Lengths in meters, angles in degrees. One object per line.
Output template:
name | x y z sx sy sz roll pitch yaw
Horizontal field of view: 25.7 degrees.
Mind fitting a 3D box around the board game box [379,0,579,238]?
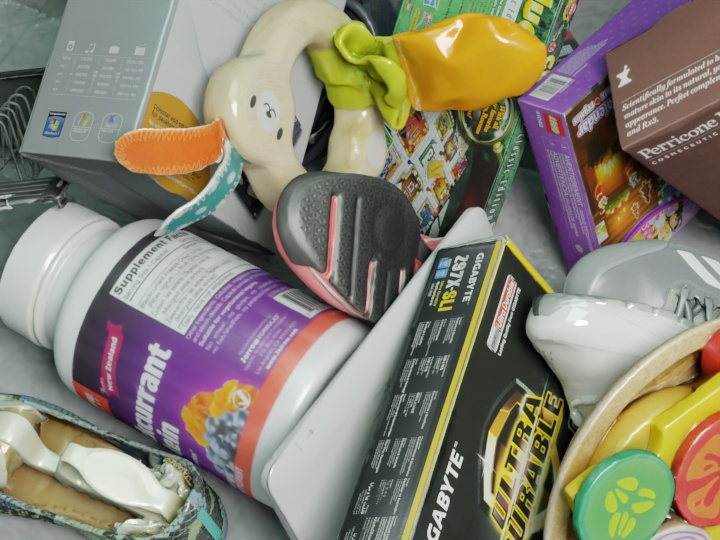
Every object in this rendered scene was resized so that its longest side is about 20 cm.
board game box | 0.058 -0.109 0.931 0.105 0.200 0.023 36 32 30

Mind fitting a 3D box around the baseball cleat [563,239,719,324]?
baseball cleat | 0.211 0.032 0.846 0.200 0.106 0.070 14 92 -19

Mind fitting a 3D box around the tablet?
tablet | 0.026 0.075 0.841 0.014 0.130 0.200 18 56 36

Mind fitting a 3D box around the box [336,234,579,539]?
box | 0.072 0.110 0.798 0.049 0.160 0.200 -9 46 38

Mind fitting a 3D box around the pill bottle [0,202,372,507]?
pill bottle | -0.099 0.039 0.878 0.200 0.111 0.111 27 60 19

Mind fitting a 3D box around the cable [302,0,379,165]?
cable | -0.078 -0.130 1.005 0.200 0.051 0.163 37 79 32

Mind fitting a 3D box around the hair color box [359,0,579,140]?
hair color box | 0.064 -0.172 1.050 0.099 0.061 0.200 -18 56 -11

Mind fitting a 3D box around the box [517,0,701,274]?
box | 0.187 -0.100 0.949 0.200 0.137 0.039 -42 42 -23

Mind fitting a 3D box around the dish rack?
dish rack | -0.234 -0.074 0.939 0.153 0.055 0.200 -7 18 1

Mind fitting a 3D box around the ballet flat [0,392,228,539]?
ballet flat | -0.165 0.103 0.862 0.200 0.074 0.074 16 57 13

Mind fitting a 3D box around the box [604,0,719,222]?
box | 0.236 -0.075 0.883 0.100 0.200 0.075 -28 50 34

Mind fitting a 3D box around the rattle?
rattle | -0.011 -0.075 0.831 0.143 0.130 0.200 18 19 25

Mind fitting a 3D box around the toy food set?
toy food set | 0.174 0.116 0.774 0.198 0.200 0.049 -35 35 -12

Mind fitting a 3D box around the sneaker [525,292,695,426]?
sneaker | 0.149 0.080 0.807 0.074 0.200 0.087 0 56 51

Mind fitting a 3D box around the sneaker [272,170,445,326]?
sneaker | 0.000 0.000 0.869 0.087 0.200 0.074 1 76 34

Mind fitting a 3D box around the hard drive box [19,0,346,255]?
hard drive box | -0.091 -0.129 0.896 0.077 0.156 0.200 7 76 31
